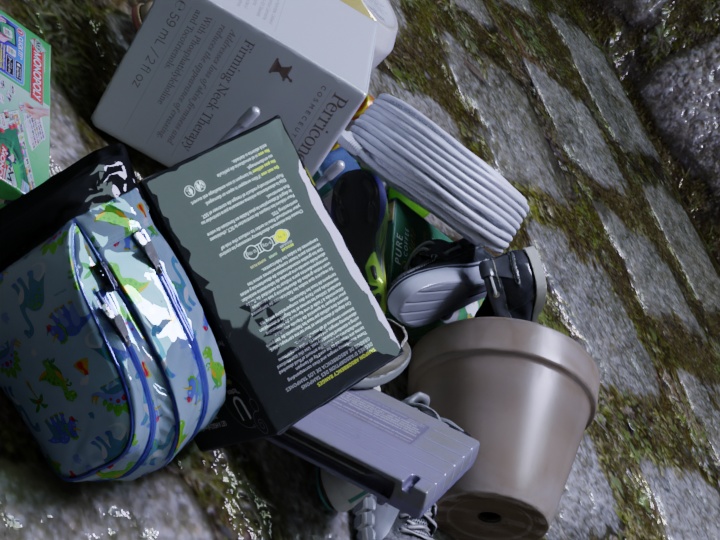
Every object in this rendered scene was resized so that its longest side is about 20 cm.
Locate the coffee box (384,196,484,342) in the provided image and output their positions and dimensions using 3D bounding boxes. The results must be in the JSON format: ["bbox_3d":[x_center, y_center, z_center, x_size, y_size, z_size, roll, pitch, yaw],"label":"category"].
[{"bbox_3d":[0.080,0.021,1.424,0.200,0.044,0.124,34,48,-39],"label":"coffee box"}]

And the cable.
[{"bbox_3d":[0.077,-0.095,1.315,0.200,0.069,0.200,36,2,20],"label":"cable"}]

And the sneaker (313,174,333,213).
[{"bbox_3d":[-0.085,-0.060,1.311,0.080,0.071,0.200,45,23,3],"label":"sneaker"}]

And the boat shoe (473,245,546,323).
[{"bbox_3d":[0.145,0.052,1.357,0.201,0.067,0.072,89,-17,-51],"label":"boat shoe"}]

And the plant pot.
[{"bbox_3d":[0.136,0.172,1.318,0.200,0.199,0.174,40,44,-33],"label":"plant pot"}]

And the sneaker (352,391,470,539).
[{"bbox_3d":[0.053,0.193,1.187,0.075,0.115,0.201,33,32,-42],"label":"sneaker"}]

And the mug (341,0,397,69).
[{"bbox_3d":[-0.045,-0.268,1.533,0.150,0.153,0.186,57,24,-1],"label":"mug"}]

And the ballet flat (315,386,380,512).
[{"bbox_3d":[-0.008,0.131,1.207,0.069,0.069,0.201,40,29,-34],"label":"ballet flat"}]

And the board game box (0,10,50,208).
[{"bbox_3d":[-0.303,-0.143,1.032,0.134,0.029,0.201,37,30,-40],"label":"board game box"}]

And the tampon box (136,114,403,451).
[{"bbox_3d":[-0.091,0.014,0.990,0.126,0.150,0.201,-30,94,-31],"label":"tampon box"}]

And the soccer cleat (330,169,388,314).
[{"bbox_3d":[0.001,0.000,1.317,0.084,0.064,0.202,18,74,-77],"label":"soccer cleat"}]

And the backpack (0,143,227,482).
[{"bbox_3d":[-0.181,0.044,0.899,0.201,0.162,0.154,56,32,-18],"label":"backpack"}]

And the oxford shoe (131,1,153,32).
[{"bbox_3d":[-0.150,-0.206,1.349,0.200,0.075,0.071,47,25,-21],"label":"oxford shoe"}]

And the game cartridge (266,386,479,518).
[{"bbox_3d":[-0.010,0.133,1.106,0.199,0.039,0.129,24,17,19],"label":"game cartridge"}]

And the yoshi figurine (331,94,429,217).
[{"bbox_3d":[0.033,-0.125,1.573,0.200,0.112,0.113,40,46,-50],"label":"yoshi figurine"}]

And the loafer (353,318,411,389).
[{"bbox_3d":[-0.033,0.057,1.138,0.199,0.070,0.075,-1,27,-39],"label":"loafer"}]

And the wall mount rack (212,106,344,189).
[{"bbox_3d":[-0.103,-0.040,1.145,0.200,0.074,0.175,29,77,-47],"label":"wall mount rack"}]

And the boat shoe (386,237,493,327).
[{"bbox_3d":[0.076,0.006,1.344,0.071,0.072,0.200,51,27,17],"label":"boat shoe"}]

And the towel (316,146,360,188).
[{"bbox_3d":[0.001,-0.035,1.454,0.201,0.048,0.112,59,28,0],"label":"towel"}]

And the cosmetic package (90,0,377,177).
[{"bbox_3d":[-0.111,-0.185,1.221,0.199,0.168,0.167,29,30,-13],"label":"cosmetic package"}]
